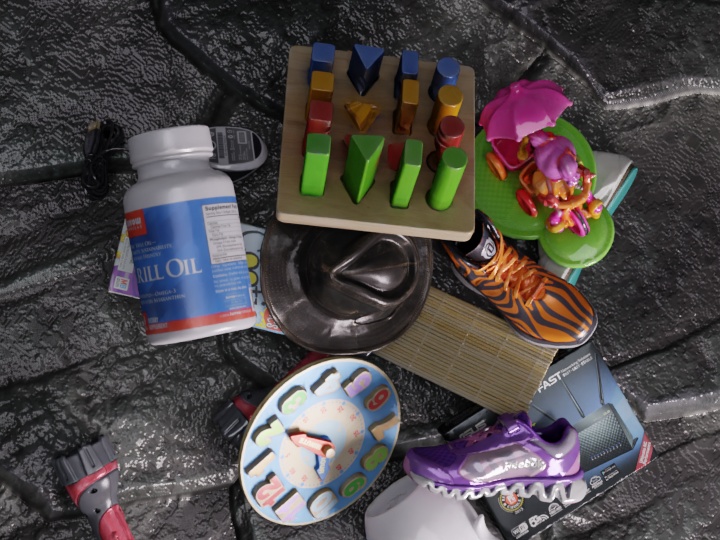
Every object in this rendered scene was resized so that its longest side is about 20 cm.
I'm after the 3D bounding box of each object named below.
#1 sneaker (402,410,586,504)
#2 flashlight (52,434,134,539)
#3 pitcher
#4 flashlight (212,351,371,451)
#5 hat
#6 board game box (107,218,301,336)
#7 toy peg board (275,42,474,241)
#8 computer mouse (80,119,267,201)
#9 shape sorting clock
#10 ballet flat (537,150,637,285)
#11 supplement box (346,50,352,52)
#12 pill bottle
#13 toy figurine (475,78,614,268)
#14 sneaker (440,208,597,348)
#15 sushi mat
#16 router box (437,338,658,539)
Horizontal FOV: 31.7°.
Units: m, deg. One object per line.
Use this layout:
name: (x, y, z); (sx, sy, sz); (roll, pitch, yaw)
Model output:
sneaker: (0.143, 0.188, 1.322); (0.197, 0.081, 0.090); (3, 105, -9)
flashlight: (-0.259, 0.279, 1.367); (0.067, 0.068, 0.202); (-27, 91, 1)
pitcher: (0.111, 0.309, 1.358); (0.171, 0.121, 0.201); (-32, 97, 27)
flashlight: (-0.068, 0.113, 1.373); (0.200, 0.068, 0.068); (-46, 129, -3)
hat: (0.000, 0.000, 1.290); (0.198, 0.081, 0.204); (-3, 97, -23)
board game box: (-0.156, -0.005, 1.353); (0.197, 0.105, 0.104); (14, 89, -5)
toy peg board: (0.024, -0.149, 1.258); (0.197, 0.098, 0.202); (6, 64, -6)
computer mouse: (-0.199, -0.117, 1.366); (0.197, 0.110, 0.044); (1, 134, -10)
shape sorting clock: (-0.040, 0.184, 1.351); (0.198, 0.039, 0.202); (-15, 123, -24)
ballet flat: (0.236, -0.045, 1.410); (0.069, 0.069, 0.202); (30, 84, -4)
supplement box: (0.005, -0.119, 1.379); (0.125, 0.074, 0.202); (20, 89, -5)
pill bottle: (-0.172, -0.035, 1.244); (0.111, 0.112, 0.203); (-11, 90, -4)
toy figurine: (0.186, -0.113, 1.308); (0.149, 0.184, 0.201); (-35, 71, -3)
sneaker: (0.153, 0.007, 1.330); (0.199, 0.112, 0.078); (32, 82, 31)
sushi mat: (0.108, 0.083, 1.384); (0.198, 0.012, 0.097); (25, 87, 17)
router box: (0.207, 0.188, 1.404); (0.199, 0.062, 0.151); (-32, 92, -3)
